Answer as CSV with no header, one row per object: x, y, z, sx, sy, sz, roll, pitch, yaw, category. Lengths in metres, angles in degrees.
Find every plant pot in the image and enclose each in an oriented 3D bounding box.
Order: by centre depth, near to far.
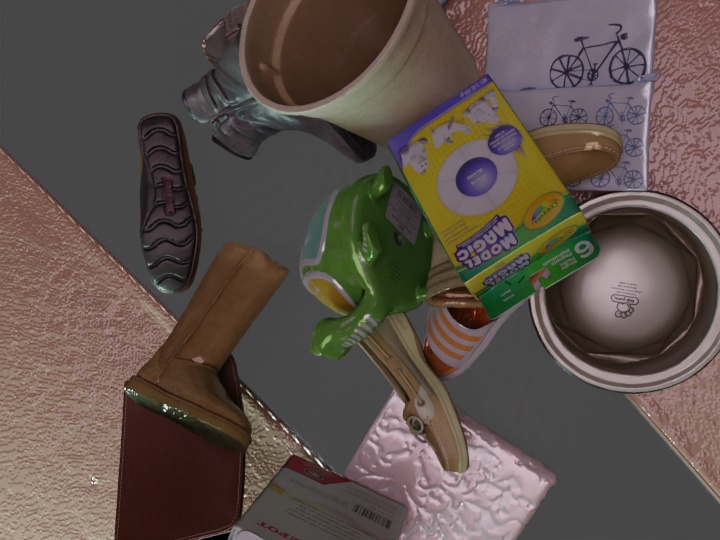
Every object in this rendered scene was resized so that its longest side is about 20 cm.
0.016,-0.207,0.775,0.199,0.183,0.202,-13,67,32,plant pot

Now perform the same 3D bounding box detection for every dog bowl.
0.271,0.019,0.814,0.199,0.074,0.202,1,94,10,dog bowl

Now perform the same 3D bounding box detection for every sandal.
0.112,0.029,0.817,0.207,0.059,0.079,-53,44,32,sandal

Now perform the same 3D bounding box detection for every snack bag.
0.204,-0.180,0.801,0.188,0.021,0.202,7,96,38,snack bag

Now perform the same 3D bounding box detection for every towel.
0.084,0.247,0.888,0.199,0.032,0.192,32,100,8,towel

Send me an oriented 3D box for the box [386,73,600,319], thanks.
0.114,-0.066,0.706,0.117,0.048,0.201,-33,60,11,box

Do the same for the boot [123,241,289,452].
-0.136,0.070,0.834,0.174,0.066,0.201,19,62,30,boot

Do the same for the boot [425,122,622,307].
0.150,-0.047,0.748,0.199,0.073,0.156,-12,58,29,boot

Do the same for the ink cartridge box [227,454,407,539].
-0.045,0.279,0.799,0.145,0.200,0.083,24,100,8,ink cartridge box

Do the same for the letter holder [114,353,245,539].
-0.170,0.206,0.851,0.141,0.101,0.201,-18,51,10,letter holder

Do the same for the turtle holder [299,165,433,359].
0.007,-0.002,0.825,0.131,0.140,0.187,-19,72,39,turtle holder

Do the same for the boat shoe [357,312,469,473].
0.050,0.125,0.838,0.063,0.073,0.201,-22,68,-9,boat shoe

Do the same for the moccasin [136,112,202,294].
-0.220,-0.075,0.911,0.073,0.078,0.203,-11,88,-3,moccasin

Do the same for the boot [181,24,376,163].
-0.088,-0.165,0.881,0.200,0.070,0.132,43,121,-10,boot

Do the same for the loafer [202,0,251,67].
-0.088,-0.277,0.870,0.199,0.063,0.072,-16,90,12,loafer

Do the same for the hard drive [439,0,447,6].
0.082,-0.376,0.849,0.132,0.025,0.200,43,101,5,hard drive
